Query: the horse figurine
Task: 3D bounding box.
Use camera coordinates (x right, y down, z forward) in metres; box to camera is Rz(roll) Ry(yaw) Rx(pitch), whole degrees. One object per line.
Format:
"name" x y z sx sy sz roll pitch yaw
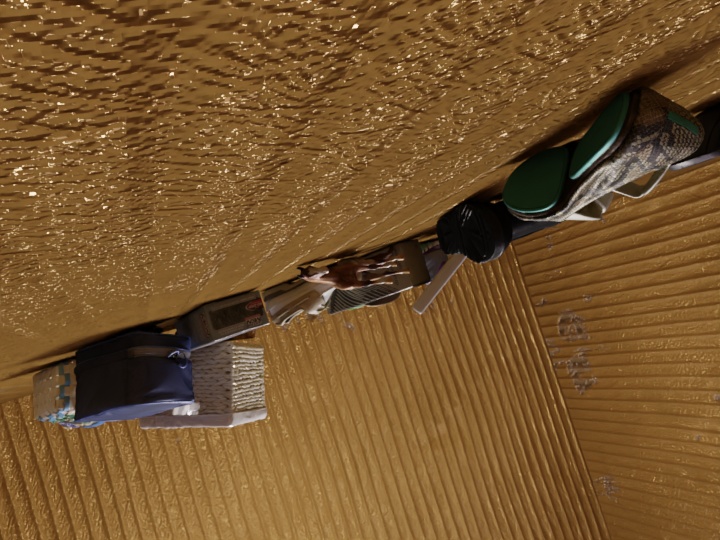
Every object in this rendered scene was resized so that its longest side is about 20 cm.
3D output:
"horse figurine" 0.000 0.000 0.860 0.131 0.051 0.200 -6 -173 16

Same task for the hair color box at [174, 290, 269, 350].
"hair color box" -0.244 0.091 0.982 0.098 0.061 0.199 -17 177 -33

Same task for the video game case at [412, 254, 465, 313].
"video game case" 0.165 -0.013 1.000 0.201 0.024 0.182 -52 172 6

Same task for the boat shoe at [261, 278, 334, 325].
"boat shoe" -0.080 0.041 0.997 0.198 0.069 0.075 -20 177 27

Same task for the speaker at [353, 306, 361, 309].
"speaker" -0.020 0.046 1.293 0.087 0.090 0.200 -18 177 -7

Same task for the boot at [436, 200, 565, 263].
"boot" 0.198 -0.066 0.731 0.160 0.074 0.198 -16 -176 -9

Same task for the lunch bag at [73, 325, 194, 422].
"lunch bag" -0.368 0.165 0.934 0.198 0.134 0.135 -19 161 24

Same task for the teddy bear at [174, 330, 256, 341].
"teddy bear" -0.317 0.125 1.244 0.198 0.068 0.144 -12 172 44

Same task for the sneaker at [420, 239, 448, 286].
"sneaker" 0.111 -0.004 1.142 0.198 0.089 0.074 -17 177 -34

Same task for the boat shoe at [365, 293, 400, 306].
"boat shoe" -0.016 0.032 1.151 0.197 0.074 0.063 2 -174 -14

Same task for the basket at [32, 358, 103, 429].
"basket" -0.530 0.239 1.134 0.175 0.141 0.199 -22 165 39

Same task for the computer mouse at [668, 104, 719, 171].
"computer mouse" 0.387 -0.155 0.613 0.198 0.047 0.140 -23 -177 -12

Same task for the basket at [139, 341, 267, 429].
"basket" -0.312 0.231 1.155 0.195 0.163 0.200 -3 172 10

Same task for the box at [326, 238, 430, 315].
"box" 0.021 0.014 1.019 0.199 0.083 0.068 -23 174 37

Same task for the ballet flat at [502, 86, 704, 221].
"ballet flat" 0.181 -0.072 0.440 0.074 0.069 0.200 20 169 -6
